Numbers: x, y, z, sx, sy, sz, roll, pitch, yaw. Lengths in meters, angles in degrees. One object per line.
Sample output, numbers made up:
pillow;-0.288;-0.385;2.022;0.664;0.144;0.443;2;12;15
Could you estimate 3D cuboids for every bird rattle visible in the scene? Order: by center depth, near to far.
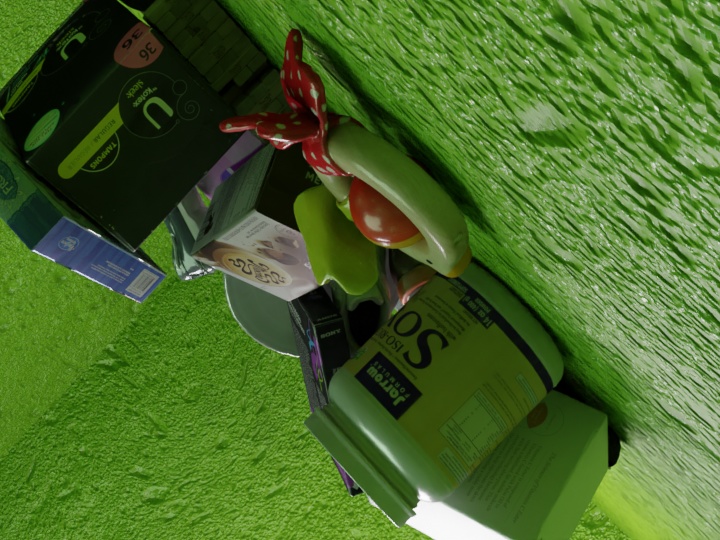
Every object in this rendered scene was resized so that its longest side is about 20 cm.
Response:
bird rattle;0.007;-0.067;0.737;0.162;0.113;0.201;30;158;29

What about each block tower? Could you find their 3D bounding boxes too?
block tower;-0.108;-0.173;0.953;0.200;0.054;0.058;47;176;-30

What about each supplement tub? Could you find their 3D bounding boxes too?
supplement tub;0.062;0.106;0.927;0.145;0.200;0.145;45;173;7

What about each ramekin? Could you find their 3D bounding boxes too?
ramekin;-0.054;-0.015;1.176;0.202;0.202;0.095;45;-170;-25

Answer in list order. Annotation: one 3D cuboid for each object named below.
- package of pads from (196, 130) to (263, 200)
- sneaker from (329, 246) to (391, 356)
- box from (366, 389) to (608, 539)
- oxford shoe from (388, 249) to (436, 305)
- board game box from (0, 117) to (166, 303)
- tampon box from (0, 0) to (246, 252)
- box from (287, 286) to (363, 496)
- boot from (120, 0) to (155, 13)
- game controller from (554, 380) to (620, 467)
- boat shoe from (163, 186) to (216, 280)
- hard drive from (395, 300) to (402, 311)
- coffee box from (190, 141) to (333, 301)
package of pads;-0.118;-0.119;1.208;0.200;0.120;0.076;46;-159;-41
sneaker;0.000;0.000;1.071;0.099;0.077;0.203;-145;42;-81
box;0.116;0.183;1.028;0.198;0.153;0.107;23;151;29
oxford shoe;0.072;0.014;1.133;0.074;0.071;0.200;65;-178;23
board game box;-0.285;-0.069;0.950;0.199;0.043;0.200;44;179;20
tampon box;-0.220;-0.141;0.957;0.126;0.150;0.200;44;178;-34
box;-0.033;0.109;1.104;0.143;0.036;0.203;-127;23;-61
boot;-0.262;-0.315;1.024;0.200;0.068;0.131;45;179;-13
game controller;0.194;0.130;1.125;0.200;0.042;0.104;45;178;18
boat shoe;-0.215;-0.083;1.180;0.202;0.061;0.073;62;-161;-1
hard drive;0.069;0.055;1.337;0.132;0.025;0.200;44;180;30
coffee box;-0.066;-0.044;0.968;0.112;0.081;0.199;25;160;-19
